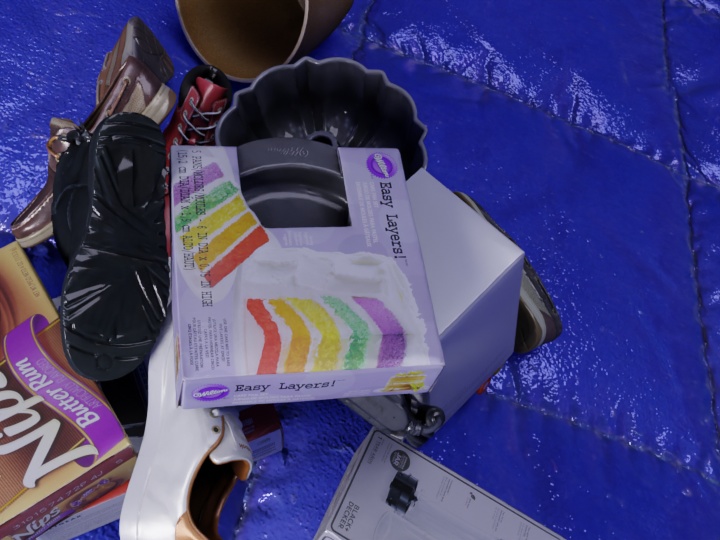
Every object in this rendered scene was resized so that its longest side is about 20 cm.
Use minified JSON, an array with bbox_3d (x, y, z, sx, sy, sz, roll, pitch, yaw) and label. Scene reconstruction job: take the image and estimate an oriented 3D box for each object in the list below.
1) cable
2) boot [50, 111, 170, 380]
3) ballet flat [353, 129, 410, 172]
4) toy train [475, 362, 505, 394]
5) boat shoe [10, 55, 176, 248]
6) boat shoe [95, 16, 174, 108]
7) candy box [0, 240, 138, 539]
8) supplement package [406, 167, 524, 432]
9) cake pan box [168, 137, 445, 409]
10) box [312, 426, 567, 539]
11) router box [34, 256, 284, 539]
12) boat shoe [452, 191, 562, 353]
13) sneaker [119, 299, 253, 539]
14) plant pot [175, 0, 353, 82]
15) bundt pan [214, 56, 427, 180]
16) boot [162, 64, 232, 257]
[{"bbox_3d":[-0.018,0.076,0.757,0.199,0.163,0.051,34,86,1],"label":"cable"},{"bbox_3d":[-0.200,-0.020,0.684,0.072,0.162,0.202,7,83,-29],"label":"boot"},{"bbox_3d":[-0.026,-0.108,0.937,0.197,0.070,0.070,-1,45,17],"label":"ballet flat"},{"bbox_3d":[0.079,0.043,0.927,0.147,0.056,0.203,-5,62,5],"label":"toy train"},{"bbox_3d":[-0.258,-0.112,0.823,0.200,0.072,0.072,-49,118,-8],"label":"boat shoe"},{"bbox_3d":[-0.247,-0.207,0.953,0.076,0.071,0.201,54,14,-31],"label":"boat shoe"},{"bbox_3d":[-0.257,0.089,0.657,0.116,0.057,0.201,-29,63,-17],"label":"candy box"},{"bbox_3d":[0.059,0.034,0.789,0.120,0.201,0.121,-41,66,-14],"label":"supplement package"},{"bbox_3d":[-0.045,-0.004,0.650,0.181,0.053,0.203,1,58,-15],"label":"cake pan box"},{"bbox_3d":[0.067,0.236,0.755,0.198,0.060,0.117,29,47,0],"label":"box"},{"bbox_3d":[-0.184,0.094,0.718,0.197,0.049,0.181,-21,62,-14],"label":"router box"},{"bbox_3d":[0.152,0.000,0.985,0.065,0.072,0.202,-3,53,-40],"label":"boat shoe"},{"bbox_3d":[-0.105,0.103,0.636,0.083,0.073,0.203,-4,67,23],"label":"sneaker"},{"bbox_3d":[-0.090,-0.338,1.081,0.186,0.187,0.200,41,34,10],"label":"plant pot"},{"bbox_3d":[-0.036,-0.097,0.842,0.198,0.076,0.205,0,65,1],"label":"bundt pan"},{"bbox_3d":[-0.169,-0.099,0.856,0.071,0.145,0.202,17,50,-20],"label":"boot"}]
